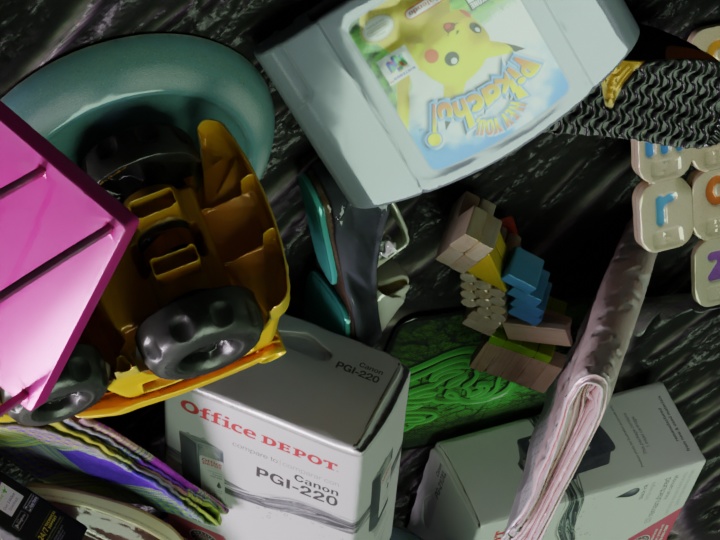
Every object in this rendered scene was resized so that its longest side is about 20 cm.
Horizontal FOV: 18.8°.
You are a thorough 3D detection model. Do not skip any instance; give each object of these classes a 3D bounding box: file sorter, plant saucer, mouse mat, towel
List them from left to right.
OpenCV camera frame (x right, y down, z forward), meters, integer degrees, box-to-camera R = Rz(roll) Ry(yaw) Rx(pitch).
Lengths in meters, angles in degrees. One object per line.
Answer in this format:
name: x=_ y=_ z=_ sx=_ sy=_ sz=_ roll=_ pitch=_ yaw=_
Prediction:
file sorter: x=-0.243 y=-0.018 z=1.079 sx=0.125 sy=0.200 sz=0.139 roll=-36 pitch=163 yaw=-52
towel: x=-0.189 y=0.121 z=1.396 sx=0.143 sy=0.023 sz=0.200 roll=5 pitch=158 yaw=31
plant saucer: x=-0.139 y=-0.056 z=1.280 sx=0.200 sy=0.027 sz=0.200 roll=-18 pitch=144 yaw=-13
mouse mat: x=0.096 y=0.077 z=1.616 sx=0.199 sy=0.008 sz=0.161 roll=-7 pitch=140 yaw=-25
towel: x=0.155 y=0.076 z=1.514 sx=0.032 sy=0.200 sz=0.191 roll=22 pitch=131 yaw=2

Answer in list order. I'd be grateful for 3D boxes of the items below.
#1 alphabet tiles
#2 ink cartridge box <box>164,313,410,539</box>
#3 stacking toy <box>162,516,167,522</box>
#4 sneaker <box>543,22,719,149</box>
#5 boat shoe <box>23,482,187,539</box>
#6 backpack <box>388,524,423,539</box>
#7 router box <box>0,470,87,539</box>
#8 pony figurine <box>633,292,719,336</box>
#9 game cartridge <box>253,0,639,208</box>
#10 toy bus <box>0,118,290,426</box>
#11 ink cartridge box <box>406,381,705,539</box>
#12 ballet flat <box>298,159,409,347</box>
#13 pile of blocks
alphabet tiles: x=0.272 y=-0.078 z=1.460 sx=0.199 sy=0.015 sz=0.196 roll=-13 pitch=113 yaw=-19
ink cartridge box: x=-0.051 y=0.125 z=1.452 sx=0.200 sy=0.145 sz=0.085 roll=95 pitch=20 yaw=-48
stacking toy: x=-0.064 y=0.182 z=1.581 sx=0.200 sy=0.085 sz=0.085 roll=-30 pitch=145 yaw=-2
sneaker: x=0.133 y=-0.125 z=1.336 sx=0.200 sy=0.090 sz=0.070 roll=11 pitch=108 yaw=-10
boat shoe: x=-0.154 y=0.206 z=1.459 sx=0.072 sy=0.072 sz=0.200 roll=0 pitch=151 yaw=43
backpack: x=0.020 y=0.284 z=1.602 sx=0.147 sy=0.183 sz=0.200 roll=-36 pitch=168 yaw=2
router box: x=-0.290 y=0.202 z=1.412 sx=0.149 sy=0.051 sz=0.200 roll=34 pitch=120 yaw=-6
pony figurine: x=0.320 y=0.021 z=1.593 sx=0.193 sy=0.167 sz=0.200 roll=-2 pitch=122 yaw=-43
game cartridge: x=0.055 y=-0.126 z=1.259 sx=0.200 sy=0.040 sz=0.133 roll=-32 pitch=115 yaw=5
toy bus: x=-0.143 y=0.024 z=1.263 sx=0.200 sy=0.136 sz=0.192 roll=-21 pitch=160 yaw=-7
ink cartridge box: x=0.150 y=0.180 z=1.706 sx=0.199 sy=0.084 sz=0.145 roll=-13 pitch=146 yaw=-20
ballet flat: x=0.000 y=0.000 z=1.406 sx=0.073 sy=0.073 sz=0.200 roll=-18 pitch=141 yaw=-14
pile of blocks: x=0.108 y=0.007 z=1.480 sx=0.082 sy=0.062 sz=0.200 roll=8 pitch=150 yaw=19
